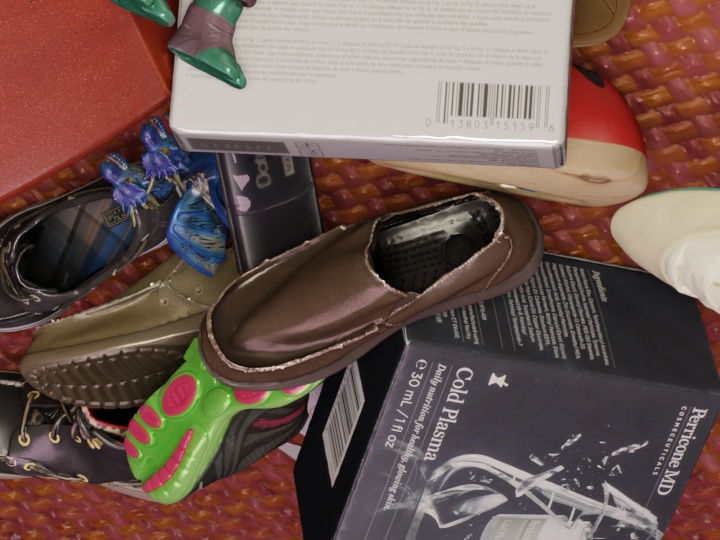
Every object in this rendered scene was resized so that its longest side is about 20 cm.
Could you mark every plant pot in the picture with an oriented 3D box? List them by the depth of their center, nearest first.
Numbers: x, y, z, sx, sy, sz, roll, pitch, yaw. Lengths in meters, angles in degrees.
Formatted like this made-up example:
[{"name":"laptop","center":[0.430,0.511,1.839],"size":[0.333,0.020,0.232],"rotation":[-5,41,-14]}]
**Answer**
[{"name":"plant pot","center":[-0.195,-0.160,1.487],"size":[0.175,0.201,0.200],"rotation":[-12,138,13]}]

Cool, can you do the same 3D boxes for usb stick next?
[{"name":"usb stick","center":[-0.057,-0.080,1.585],"size":[0.055,0.033,0.201],"rotation":[-21,128,-14]}]

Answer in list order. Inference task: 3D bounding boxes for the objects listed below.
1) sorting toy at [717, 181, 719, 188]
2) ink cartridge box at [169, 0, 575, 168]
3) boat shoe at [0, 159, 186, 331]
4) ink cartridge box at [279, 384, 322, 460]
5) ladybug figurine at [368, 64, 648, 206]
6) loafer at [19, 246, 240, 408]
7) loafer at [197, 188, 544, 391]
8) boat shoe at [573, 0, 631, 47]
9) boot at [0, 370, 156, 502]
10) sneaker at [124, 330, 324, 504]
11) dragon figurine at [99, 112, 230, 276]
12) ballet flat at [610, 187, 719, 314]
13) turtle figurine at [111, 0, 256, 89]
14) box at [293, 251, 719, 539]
[{"name":"sorting toy","center":[0.305,-0.048,1.576],"size":[0.199,0.070,0.199],"rotation":[12,143,1]},{"name":"ink cartridge box","center":[0.010,-0.144,1.467],"size":[0.199,0.175,0.044],"rotation":[3,167,7]},{"name":"boat shoe","center":[-0.183,-0.008,1.747],"size":[0.199,0.066,0.070],"rotation":[-22,95,37]},{"name":"ink cartridge box","center":[0.014,0.068,1.836],"size":[0.160,0.047,0.200],"rotation":[37,141,-29]},{"name":"ladybug figurine","center":[0.079,-0.080,1.559],"size":[0.135,0.072,0.199],"rotation":[9,179,43]},{"name":"loafer","center":[-0.111,0.029,1.766],"size":[0.199,0.068,0.076],"rotation":[-13,148,6]},{"name":"loafer","center":[0.000,0.000,1.575],"size":[0.199,0.073,0.071],"rotation":[-25,159,2]},{"name":"boat shoe","center":[0.043,-0.157,1.524],"size":[0.199,0.073,0.072],"rotation":[9,174,2]},{"name":"boot","center":[-0.182,0.095,1.864],"size":[0.199,0.074,0.151],"rotation":[17,162,-12]},{"name":"sneaker","center":[-0.062,0.064,1.721],"size":[0.200,0.077,0.084],"rotation":[-39,164,37]},{"name":"dragon figurine","center":[-0.077,-0.034,1.677],"size":[0.059,0.100,0.200],"rotation":[-14,136,31]},{"name":"ballet flat","center":[0.221,-0.006,1.546],"size":[0.199,0.070,0.070],"rotation":[-1,142,26]},{"name":"turtle figurine","center":[-0.044,-0.198,1.417],"size":[0.149,0.201,0.101],"rotation":[34,173,-28]},{"name":"box","center":[0.083,0.097,1.716],"size":[0.196,0.124,0.201],"rotation":[9,125,-15]}]
